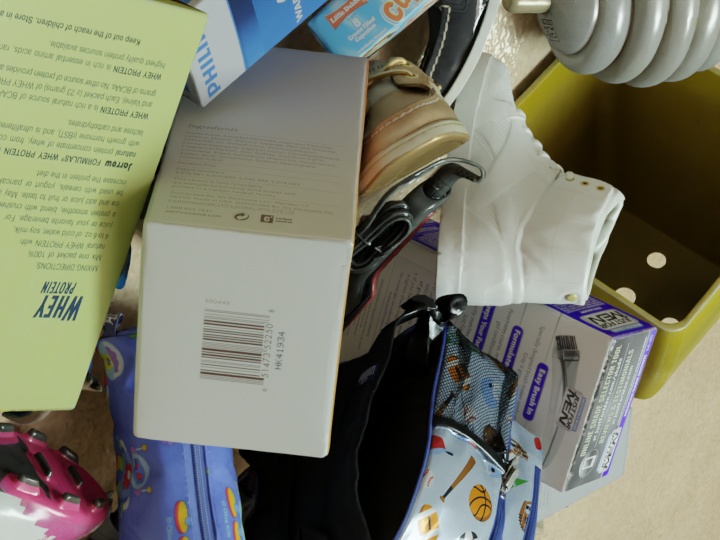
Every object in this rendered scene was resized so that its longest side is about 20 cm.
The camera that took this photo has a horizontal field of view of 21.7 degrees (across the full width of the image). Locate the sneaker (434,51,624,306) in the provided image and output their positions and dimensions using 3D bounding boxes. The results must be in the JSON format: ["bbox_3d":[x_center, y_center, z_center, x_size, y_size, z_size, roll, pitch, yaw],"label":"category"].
[{"bbox_3d":[0.111,-0.056,1.207,0.074,0.115,0.200,85,10,-54],"label":"sneaker"}]

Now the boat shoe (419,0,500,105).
[{"bbox_3d":[0.065,-0.196,1.162,0.060,0.074,0.200,17,113,-11],"label":"boat shoe"}]

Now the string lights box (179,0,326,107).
[{"bbox_3d":[-0.054,-0.179,0.974,0.200,0.103,0.059,-44,143,-26],"label":"string lights box"}]

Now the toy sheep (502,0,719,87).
[{"bbox_3d":[0.186,-0.190,1.276,0.199,0.138,0.138,-3,120,-18],"label":"toy sheep"}]

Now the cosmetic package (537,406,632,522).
[{"bbox_3d":[0.090,0.138,1.368,0.200,0.102,0.074,-22,132,-27],"label":"cosmetic package"}]

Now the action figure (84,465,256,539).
[{"bbox_3d":[-0.109,0.186,1.159,0.069,0.130,0.200,-41,172,26],"label":"action figure"}]

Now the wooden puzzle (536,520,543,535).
[{"bbox_3d":[0.161,0.119,1.530,0.185,0.046,0.200,26,91,-57],"label":"wooden puzzle"}]

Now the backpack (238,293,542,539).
[{"bbox_3d":[0.014,0.145,1.138,0.154,0.200,0.191,38,42,-18],"label":"backpack"}]

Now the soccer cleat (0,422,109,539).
[{"bbox_3d":[-0.222,0.129,1.014,0.086,0.070,0.200,-49,149,15],"label":"soccer cleat"}]

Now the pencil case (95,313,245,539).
[{"bbox_3d":[-0.104,0.123,1.065,0.078,0.087,0.201,-3,77,-20],"label":"pencil case"}]

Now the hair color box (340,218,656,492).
[{"bbox_3d":[0.083,0.049,1.233,0.065,0.200,0.110,-9,120,-52],"label":"hair color box"}]

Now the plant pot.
[{"bbox_3d":[0.196,-0.027,1.356,0.200,0.200,0.177,-46,154,-23],"label":"plant pot"}]

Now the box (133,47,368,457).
[{"bbox_3d":[-0.052,-0.017,0.954,0.200,0.097,0.125,-86,-178,-58],"label":"box"}]

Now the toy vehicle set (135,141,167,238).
[{"bbox_3d":[-0.086,-0.068,1.080,0.124,0.026,0.200,-58,147,-7],"label":"toy vehicle set"}]

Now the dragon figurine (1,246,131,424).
[{"bbox_3d":[-0.154,0.006,0.990,0.200,0.059,0.100,105,-5,-57],"label":"dragon figurine"}]

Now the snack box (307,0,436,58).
[{"bbox_3d":[0.059,-0.191,1.065,0.200,0.037,0.116,-40,-177,8],"label":"snack box"}]

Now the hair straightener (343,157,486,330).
[{"bbox_3d":[0.000,0.000,1.150,0.200,0.041,0.077,-42,170,25],"label":"hair straightener"}]

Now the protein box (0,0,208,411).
[{"bbox_3d":[-0.206,-0.054,0.829,0.198,0.135,0.201,4,110,-55],"label":"protein box"}]

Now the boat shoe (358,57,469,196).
[{"bbox_3d":[0.016,-0.089,1.102,0.074,0.069,0.200,-27,-177,-1],"label":"boat shoe"}]
